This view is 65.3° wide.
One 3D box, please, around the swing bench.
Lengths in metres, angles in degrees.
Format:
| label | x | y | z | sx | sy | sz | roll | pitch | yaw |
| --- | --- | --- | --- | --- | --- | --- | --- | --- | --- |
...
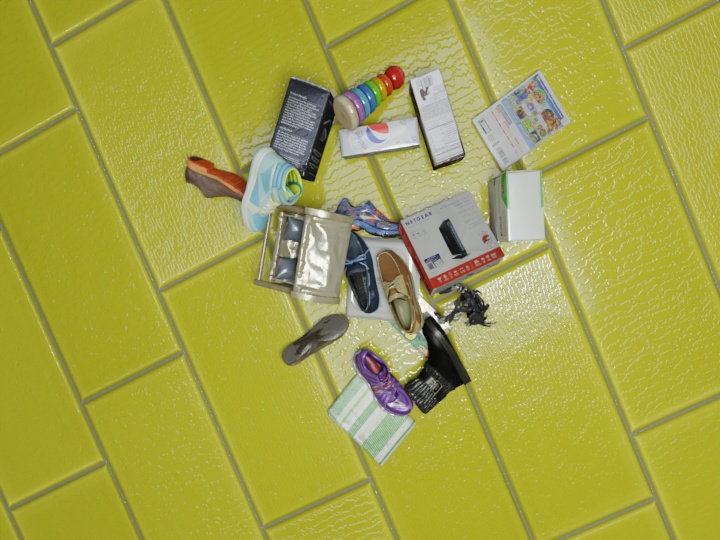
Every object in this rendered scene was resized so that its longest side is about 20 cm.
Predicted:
| label | x | y | z | sx | sy | sz | roll | pitch | yaw |
| --- | --- | --- | --- | --- | --- | --- | --- | --- | --- |
| swing bench | -0.133 | -0.044 | 1.323 | 0.196 | 0.127 | 0.207 | 14 | 95 | 41 |

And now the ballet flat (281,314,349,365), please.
| label | x | y | z | sx | sy | sz | roll | pitch | yaw |
| --- | --- | --- | --- | --- | --- | --- | --- | --- | --- |
| ballet flat | -0.112 | 0.179 | 1.426 | 0.197 | 0.047 | 0.068 | -35 | 60 | 1 |

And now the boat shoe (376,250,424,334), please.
| label | x | y | z | sx | sy | sz | roll | pitch | yaw |
| --- | --- | --- | --- | --- | --- | --- | --- | --- | --- |
| boat shoe | 0.090 | 0.050 | 1.307 | 0.074 | 0.073 | 0.206 | -27 | 82 | 21 |

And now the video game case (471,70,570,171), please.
| label | x | y | z | sx | sy | sz | roll | pitch | yaw |
| --- | --- | --- | --- | --- | --- | --- | --- | --- | --- |
| video game case | 0.386 | -0.360 | 1.357 | 0.197 | 0.018 | 0.146 | -34 | 90 | 6 |

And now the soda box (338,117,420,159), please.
| label | x | y | z | sx | sy | sz | roll | pitch | yaw |
| --- | --- | --- | --- | --- | --- | --- | --- | --- | --- |
| soda box | 0.047 | -0.318 | 1.363 | 0.192 | 0.068 | 0.066 | -8 | 93 | 6 |

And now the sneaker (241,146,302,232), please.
| label | x | y | z | sx | sy | sz | roll | pitch | yaw |
| --- | --- | --- | --- | --- | --- | --- | --- | --- | --- |
| sneaker | -0.194 | -0.156 | 1.255 | 0.128 | 0.079 | 0.206 | 31 | 124 | 23 |

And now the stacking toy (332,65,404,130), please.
| label | x | y | z | sx | sy | sz | roll | pitch | yaw |
| --- | --- | --- | --- | --- | --- | --- | --- | --- | --- |
| stacking toy | 0.031 | -0.418 | 1.331 | 0.198 | 0.085 | 0.086 | -38 | 91 | -19 |

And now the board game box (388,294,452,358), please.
| label | x | y | z | sx | sy | sz | roll | pitch | yaw |
| --- | --- | --- | --- | --- | --- | --- | --- | --- | --- |
| board game box | 0.128 | 0.112 | 1.410 | 0.199 | 0.023 | 0.105 | 43 | 98 | 1 |

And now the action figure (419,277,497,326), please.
| label | x | y | z | sx | sy | sz | roll | pitch | yaw |
| --- | --- | --- | --- | --- | --- | --- | --- | --- | --- |
| action figure | 0.234 | 0.073 | 1.349 | 0.202 | 0.117 | 0.103 | 51 | 130 | 18 |

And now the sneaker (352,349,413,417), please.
| label | x | y | z | sx | sy | sz | roll | pitch | yaw |
| --- | --- | --- | --- | --- | --- | --- | --- | --- | --- |
| sneaker | 0.056 | 0.278 | 1.385 | 0.200 | 0.083 | 0.081 | 46 | 67 | 0 |

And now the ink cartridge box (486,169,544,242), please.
| label | x | y | z | sx | sy | sz | roll | pitch | yaw |
| --- | --- | --- | --- | --- | --- | --- | --- | --- | --- |
| ink cartridge box | 0.351 | -0.143 | 1.285 | 0.080 | 0.200 | 0.152 | -4 | 94 | 2 |

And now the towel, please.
| label | x | y | z | sx | sy | sz | roll | pitch | yaw |
| --- | --- | --- | --- | --- | --- | --- | --- | --- | --- |
| towel | 0.028 | 0.375 | 1.437 | 0.199 | 0.023 | 0.154 | 42 | 95 | 2 |

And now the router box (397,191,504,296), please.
| label | x | y | z | sx | sy | sz | roll | pitch | yaw |
| --- | --- | --- | --- | --- | --- | --- | --- | --- | --- |
| router box | 0.210 | -0.065 | 1.319 | 0.194 | 0.049 | 0.184 | -23 | 73 | -13 |

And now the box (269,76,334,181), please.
| label | x | y | z | sx | sy | sz | roll | pitch | yaw |
| --- | --- | --- | --- | --- | --- | --- | --- | --- | --- |
| box | -0.136 | -0.330 | 1.338 | 0.101 | 0.148 | 0.207 | 19 | 94 | 3 |

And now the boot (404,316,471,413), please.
| label | x | y | z | sx | sy | sz | roll | pitch | yaw |
| --- | --- | --- | --- | --- | --- | --- | --- | --- | --- |
| boot | 0.164 | 0.235 | 1.367 | 0.155 | 0.080 | 0.215 | -31 | 107 | 5 |

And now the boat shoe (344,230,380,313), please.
| label | x | y | z | sx | sy | sz | roll | pitch | yaw |
| --- | --- | --- | --- | --- | --- | --- | --- | --- | --- |
| boat shoe | 0.000 | 0.000 | 1.346 | 0.082 | 0.068 | 0.206 | -27 | 81 | 21 |

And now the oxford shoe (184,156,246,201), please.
| label | x | y | z | sx | sy | sz | roll | pitch | yaw |
| --- | --- | --- | --- | --- | --- | --- | --- | --- | --- |
| oxford shoe | -0.352 | -0.211 | 1.412 | 0.195 | 0.071 | 0.075 | 29 | 116 | 7 |

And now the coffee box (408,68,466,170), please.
| label | x | y | z | sx | sy | sz | roll | pitch | yaw |
| --- | --- | --- | --- | --- | --- | --- | --- | --- | --- |
| coffee box | 0.180 | -0.350 | 1.327 | 0.077 | 0.113 | 0.207 | -18 | 93 | 6 |

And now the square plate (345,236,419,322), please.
| label | x | y | z | sx | sy | sz | roll | pitch | yaw |
| --- | --- | --- | --- | --- | --- | --- | --- | --- | --- |
| square plate | 0.051 | 0.024 | 1.378 | 0.193 | 0.028 | 0.207 | 4 | 93 | 23 |

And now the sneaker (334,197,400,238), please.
| label | x | y | z | sx | sy | sz | roll | pitch | yaw |
| --- | --- | --- | --- | --- | --- | --- | --- | --- | --- |
| sneaker | 0.027 | -0.129 | 1.377 | 0.192 | 0.075 | 0.082 | 13 | 92 | 2 |
